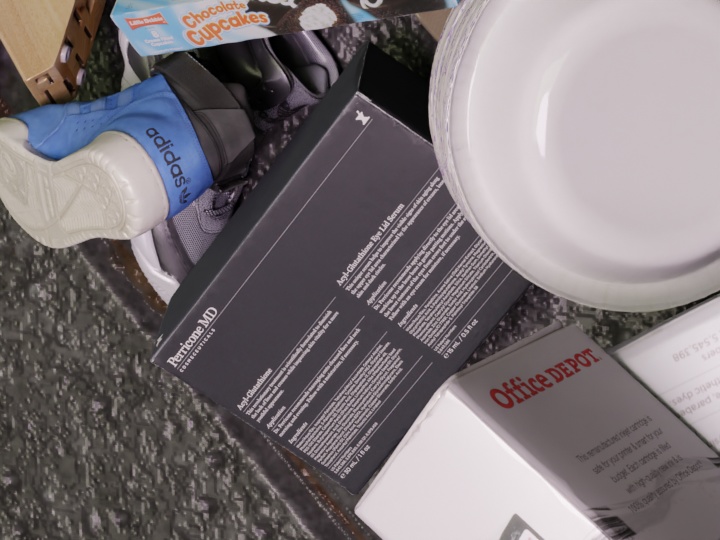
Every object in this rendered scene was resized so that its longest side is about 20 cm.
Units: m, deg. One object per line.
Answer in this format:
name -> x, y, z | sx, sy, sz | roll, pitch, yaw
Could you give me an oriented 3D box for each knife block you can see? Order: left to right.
knife block -> -0.219, -0.207, 1.645 | 0.175, 0.064, 0.201 | 14, 79, 10

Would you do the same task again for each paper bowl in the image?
paper bowl -> 0.139, -0.079, 1.462 | 0.199, 0.104, 0.202 | -2, 102, -8

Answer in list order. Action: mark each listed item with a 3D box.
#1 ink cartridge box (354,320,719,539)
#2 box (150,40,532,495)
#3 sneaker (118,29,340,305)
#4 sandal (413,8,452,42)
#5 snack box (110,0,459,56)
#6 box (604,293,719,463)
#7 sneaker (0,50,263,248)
ink cartridge box -> 0.117, 0.129, 1.307 | 0.200, 0.146, 0.084 | 43, 115, 14
box -> 0.000, 0.000, 1.584 | 0.141, 0.079, 0.200 | 33, 115, -14
sneaker -> -0.071, -0.074, 1.636 | 0.113, 0.075, 0.201 | -1, 96, 30
sandal -> 0.092, -0.110, 1.558 | 0.200, 0.054, 0.081 | 42, 114, 16
snack box -> -0.027, -0.178, 1.537 | 0.199, 0.117, 0.037 | -6, 138, 31
box -> 0.196, 0.099, 1.457 | 0.199, 0.199, 0.172 | -28, 86, 28
sneaker -> -0.125, -0.069, 1.593 | 0.200, 0.111, 0.077 | 3, 121, 61
